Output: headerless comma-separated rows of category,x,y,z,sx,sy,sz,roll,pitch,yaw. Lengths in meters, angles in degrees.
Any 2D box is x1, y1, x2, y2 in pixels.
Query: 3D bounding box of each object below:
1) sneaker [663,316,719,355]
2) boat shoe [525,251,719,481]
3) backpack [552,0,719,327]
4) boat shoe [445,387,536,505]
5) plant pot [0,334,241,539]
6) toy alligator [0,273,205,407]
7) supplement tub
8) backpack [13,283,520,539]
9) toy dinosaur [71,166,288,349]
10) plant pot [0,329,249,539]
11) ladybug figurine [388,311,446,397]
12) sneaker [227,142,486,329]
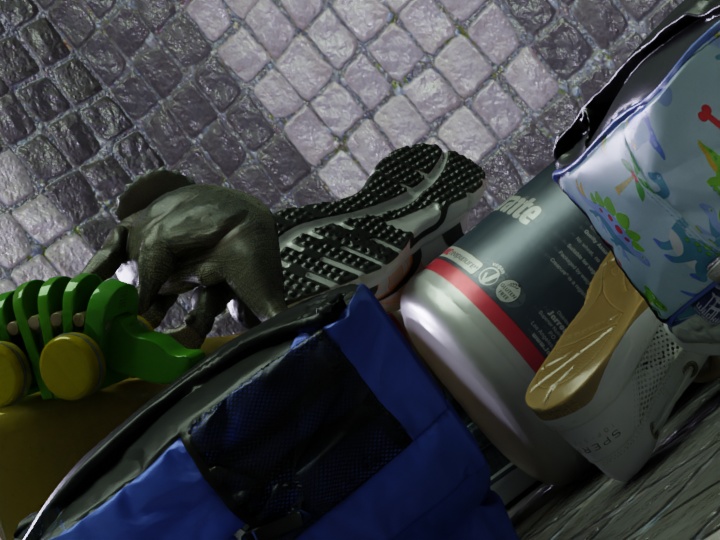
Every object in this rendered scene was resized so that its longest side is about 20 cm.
sneaker,0.215,-0.010,1.191,0.200,0.075,0.087,-31,-18,-31
boat shoe,0.150,0.026,1.221,0.071,0.069,0.200,-22,22,49
backpack,0.189,-0.060,0.943,0.183,0.147,0.200,-38,-6,-16
boat shoe,0.106,0.067,1.498,0.200,0.091,0.071,-40,-2,15
plant pot,-0.056,0.125,1.254,0.176,0.200,0.200,-18,3,12
toy alligator,-0.163,0.033,1.172,0.200,0.054,0.059,-7,6,29
supplement tub,0.135,0.006,1.349,0.200,0.140,0.140,-39,-2,-8
backpack,-0.041,0.118,1.078,0.200,0.168,0.163,-35,-7,0
toy dinosaur,-0.086,-0.009,1.239,0.102,0.077,0.200,-56,23,-18
plant pot,-0.110,0.133,1.538,0.200,0.187,0.187,-38,-2,-6
ladybug figurine,-0.018,0.095,1.401,0.136,0.200,0.072,-25,-36,27
sneaker,0.000,0.000,1.366,0.200,0.074,0.080,-27,-41,-47
